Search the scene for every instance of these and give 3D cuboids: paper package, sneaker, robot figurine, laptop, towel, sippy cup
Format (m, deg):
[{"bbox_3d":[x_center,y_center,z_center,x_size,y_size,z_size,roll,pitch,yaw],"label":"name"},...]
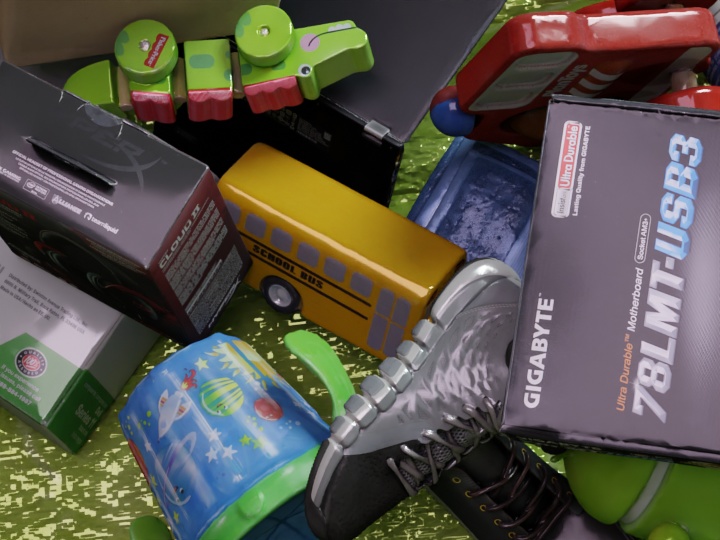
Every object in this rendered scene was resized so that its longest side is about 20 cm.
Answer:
[{"bbox_3d":[-0.138,-0.227,1.492,0.190,0.200,0.104,-9,65,-14],"label":"paper package"},{"bbox_3d":[0.060,0.094,1.430,0.115,0.075,0.200,31,81,30],"label":"sneaker"},{"bbox_3d":[0.212,0.116,1.474,0.199,0.116,0.176,21,52,-7],"label":"robot figurine"},{"bbox_3d":[-0.023,-0.131,1.625,0.187,0.200,0.116,32,44,19],"label":"laptop"},{"bbox_3d":[0.126,-0.006,1.586,0.200,0.049,0.112,28,79,18],"label":"towel"},{"bbox_3d":[0.101,0.150,1.505,0.200,0.106,0.075,36,81,19],"label":"sneaker"},{"bbox_3d":[-0.080,0.116,1.530,0.178,0.140,0.130,-37,71,-3],"label":"sippy cup"}]

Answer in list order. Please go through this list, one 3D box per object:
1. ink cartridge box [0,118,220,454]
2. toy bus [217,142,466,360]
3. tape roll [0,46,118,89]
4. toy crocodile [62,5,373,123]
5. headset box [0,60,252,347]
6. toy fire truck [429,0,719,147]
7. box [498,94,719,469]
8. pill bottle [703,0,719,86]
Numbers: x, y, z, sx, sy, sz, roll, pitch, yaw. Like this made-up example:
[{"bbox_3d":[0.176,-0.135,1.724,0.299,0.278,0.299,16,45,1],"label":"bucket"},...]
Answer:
[{"bbox_3d":[-0.197,-0.003,1.624,0.146,0.083,0.200,32,79,18],"label":"ink cartridge box"},{"bbox_3d":[0.000,0.000,1.565,0.200,0.078,0.065,28,45,15],"label":"toy bus"},{"bbox_3d":[-0.220,-0.193,1.657,0.199,0.066,0.201,-4,41,3],"label":"tape roll"},{"bbox_3d":[-0.090,-0.121,1.533,0.199,0.068,0.062,-8,68,0],"label":"toy crocodile"},{"bbox_3d":[-0.158,-0.039,1.479,0.148,0.200,0.075,28,77,13],"label":"headset box"},{"bbox_3d":[0.135,-0.121,1.527,0.167,0.200,0.113,-3,77,-19],"label":"toy fire truck"},{"bbox_3d":[0.190,0.010,1.370,0.198,0.050,0.201,8,80,13],"label":"box"},{"bbox_3d":[0.265,-0.167,1.582,0.111,0.111,0.200,-26,69,0],"label":"pill bottle"}]
